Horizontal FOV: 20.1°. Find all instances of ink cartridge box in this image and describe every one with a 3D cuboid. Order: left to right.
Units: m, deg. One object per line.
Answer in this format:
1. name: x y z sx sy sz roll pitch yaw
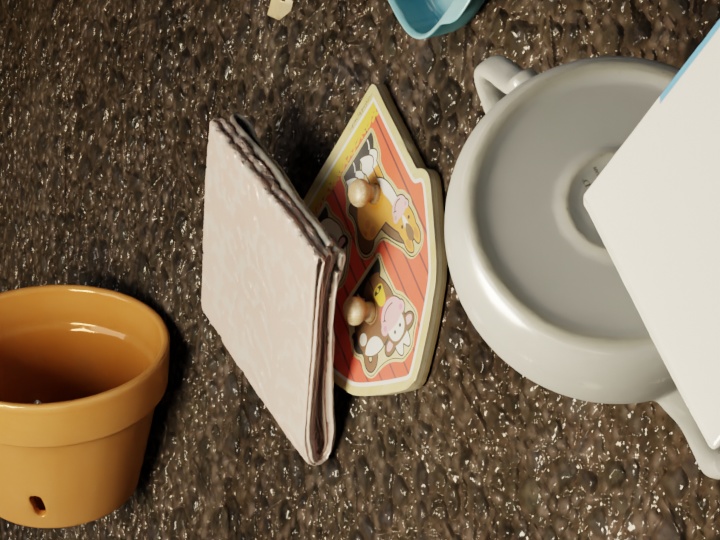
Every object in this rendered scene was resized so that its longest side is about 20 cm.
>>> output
1. ink cartridge box: 0.237 -0.021 0.904 0.147 0.198 0.147 -55 46 40

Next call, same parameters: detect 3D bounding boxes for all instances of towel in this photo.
1. towel: -0.066 0.012 1.493 0.200 0.032 0.193 -128 34 -46

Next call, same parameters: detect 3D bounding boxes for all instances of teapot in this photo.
1. teapot: 0.136 -0.013 1.114 0.146 0.195 0.202 78 -154 -70

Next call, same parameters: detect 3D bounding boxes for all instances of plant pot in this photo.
1. plant pot: -0.257 0.120 1.697 0.200 0.198 0.141 42 138 50

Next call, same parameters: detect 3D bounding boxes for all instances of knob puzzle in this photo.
1. knob puzzle: 0.000 0.000 1.433 0.219 0.030 0.222 -7 81 57

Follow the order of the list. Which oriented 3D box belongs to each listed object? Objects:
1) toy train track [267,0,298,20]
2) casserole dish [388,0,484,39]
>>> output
1. toy train track: -0.027 -0.262 1.454 0.115 0.032 0.201 -60 -8 -48
2. casserole dish: 0.049 -0.245 1.368 0.122 0.038 0.201 -58 42 38
